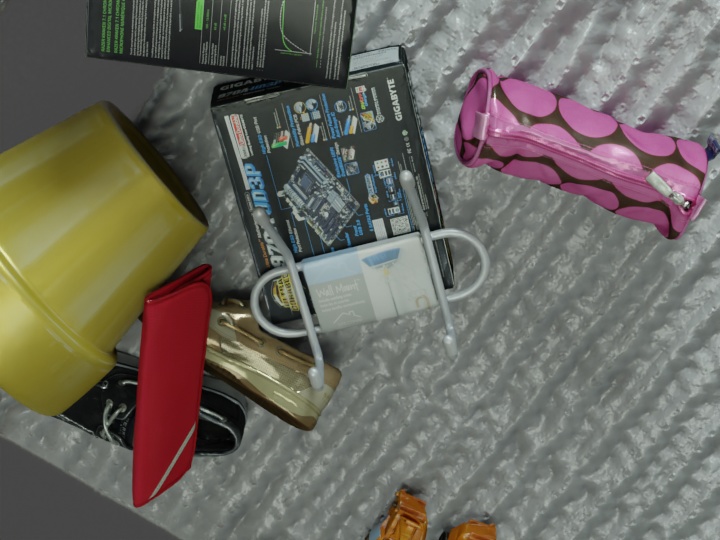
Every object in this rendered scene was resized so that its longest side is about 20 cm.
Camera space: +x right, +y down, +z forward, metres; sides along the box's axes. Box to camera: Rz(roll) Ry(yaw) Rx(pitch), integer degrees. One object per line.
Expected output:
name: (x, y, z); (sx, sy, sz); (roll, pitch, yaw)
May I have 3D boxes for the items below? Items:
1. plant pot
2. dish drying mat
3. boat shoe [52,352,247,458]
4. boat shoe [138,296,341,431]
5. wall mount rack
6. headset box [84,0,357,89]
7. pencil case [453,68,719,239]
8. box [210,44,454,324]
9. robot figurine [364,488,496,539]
plant pot: (-0.228, -0.023, 1.263); (0.188, 0.201, 0.201); (-39, 111, 3)
dish drying mat: (-0.151, 0.094, 1.301); (0.018, 0.077, 0.202); (28, 126, 26)
boat shoe: (-0.196, 0.121, 1.394); (0.197, 0.068, 0.072); (13, 116, -6)
boat shoe: (-0.109, 0.056, 1.368); (0.199, 0.071, 0.065); (34, 78, -6)
wall mount rack: (0.000, 0.000, 1.274); (0.197, 0.075, 0.175); (-13, 117, 7)
headset box: (-0.098, -0.214, 1.167); (0.197, 0.175, 0.094); (7, 118, -1)
pencil case: (0.172, -0.090, 1.267); (0.198, 0.094, 0.092); (17, 116, -6)
box: (-0.019, -0.065, 1.310); (0.157, 0.046, 0.202); (-12, 116, 7)
robot figurine: (0.039, 0.301, 1.484); (0.143, 0.058, 0.202); (21, 115, -8)
